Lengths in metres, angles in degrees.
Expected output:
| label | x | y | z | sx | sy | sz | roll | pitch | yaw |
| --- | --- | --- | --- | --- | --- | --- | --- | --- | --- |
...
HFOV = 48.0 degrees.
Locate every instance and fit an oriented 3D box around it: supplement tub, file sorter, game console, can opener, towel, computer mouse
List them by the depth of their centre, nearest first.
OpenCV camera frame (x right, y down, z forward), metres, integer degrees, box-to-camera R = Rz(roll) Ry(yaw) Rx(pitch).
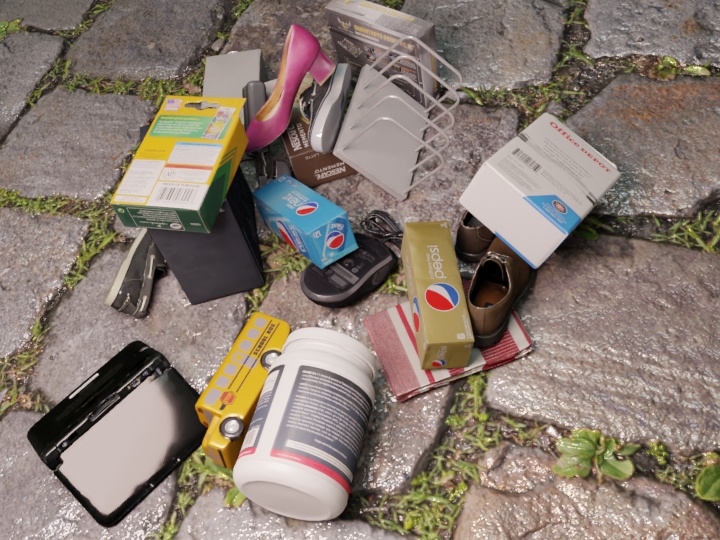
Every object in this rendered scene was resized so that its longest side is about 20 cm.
| label | x | y | z | sx | sy | sz | roll | pitch | yaw |
| --- | --- | --- | --- | --- | --- | --- | --- | --- | --- |
| supplement tub | -0.062 | 0.187 | 0.988 | 0.139 | 0.141 | 0.201 | 7 | 55 | 16 |
| game console | -0.324 | 0.213 | 1.097 | 0.200 | 0.117 | 0.176 | -42 | 27 | -21 |
| towel | 0.117 | 0.088 | 1.105 | 0.199 | 0.023 | 0.145 | -19 | 50 | -6 |
| computer mouse | 0.000 | 0.000 | 1.180 | 0.199 | 0.053 | 0.138 | -32 | 55 | -27 |
| file sorter | 0.069 | -0.243 | 1.263 | 0.124 | 0.138 | 0.201 | -31 | 34 | 47 |
| can opener | -0.150 | -0.202 | 1.306 | 0.066 | 0.053 | 0.202 | -4 | 89 | -22 |

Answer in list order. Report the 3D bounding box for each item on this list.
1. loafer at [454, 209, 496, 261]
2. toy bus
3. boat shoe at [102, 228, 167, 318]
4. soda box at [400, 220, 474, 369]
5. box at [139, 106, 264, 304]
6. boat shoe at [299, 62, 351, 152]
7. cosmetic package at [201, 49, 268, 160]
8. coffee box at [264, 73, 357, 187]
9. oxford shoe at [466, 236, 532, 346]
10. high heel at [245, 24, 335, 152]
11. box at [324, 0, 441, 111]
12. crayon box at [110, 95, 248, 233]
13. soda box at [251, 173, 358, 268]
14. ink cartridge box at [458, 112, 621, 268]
| label | x | y | z | sx | sy | sz | roll | pitch | yaw |
| --- | --- | --- | --- | --- | --- | --- | --- | --- | --- |
| loafer | 0.206 | -0.102 | 1.199 | 0.073 | 0.072 | 0.200 | 21 | 60 | 24 |
| toy bus | -0.153 | 0.156 | 1.069 | 0.078 | 0.065 | 0.201 | 19 | 55 | 15 |
| boat shoe | -0.332 | -0.013 | 1.252 | 0.067 | 0.072 | 0.201 | 26 | 46 | -15 |
| soda box | 0.100 | 0.029 | 1.083 | 0.064 | 0.068 | 0.201 | -3 | 53 | -6 |
| box | -0.232 | -0.094 | 1.197 | 0.123 | 0.201 | 0.197 | -16 | 51 | 0 |
| boat shoe | -0.064 | -0.259 | 1.269 | 0.067 | 0.072 | 0.201 | 5 | 51 | 9 |
| cosmetic package | -0.218 | -0.291 | 1.418 | 0.106 | 0.090 | 0.201 | -6 | 49 | 5 |
| coffee box | -0.081 | -0.242 | 1.356 | 0.114 | 0.080 | 0.201 | -18 | 52 | -3 |
| oxford shoe | 0.192 | 0.002 | 1.096 | 0.072 | 0.085 | 0.201 | 10 | 48 | 17 |
| high heel | -0.132 | -0.271 | 1.218 | 0.200 | 0.096 | 0.067 | -42 | 40 | 11 |
| box | 0.040 | -0.372 | 1.382 | 0.199 | 0.159 | 0.048 | 27 | 62 | 28 |
| crayon box | -0.230 | -0.144 | 1.074 | 0.125 | 0.052 | 0.201 | 5 | 55 | 16 |
| soda box | -0.086 | -0.077 | 1.202 | 0.068 | 0.064 | 0.200 | -31 | 34 | -17 |
| ink cartridge box | 0.254 | -0.117 | 1.131 | 0.146 | 0.084 | 0.200 | 42 | 46 | 10 |
